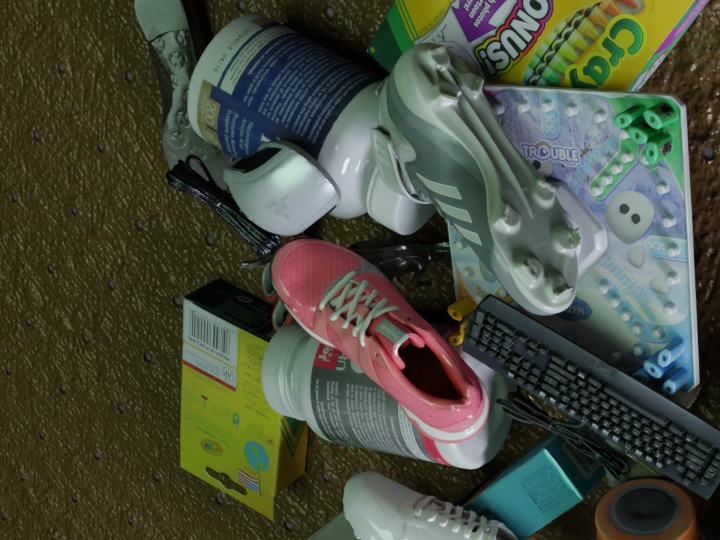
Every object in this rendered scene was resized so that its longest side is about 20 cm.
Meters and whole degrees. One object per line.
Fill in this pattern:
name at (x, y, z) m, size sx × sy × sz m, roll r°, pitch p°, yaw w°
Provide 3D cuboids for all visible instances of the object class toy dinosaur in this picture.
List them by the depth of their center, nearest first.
toy dinosaur at (0.000, 0.000, 1.037) m, size 0.088 × 0.198 × 0.048 m, roll 113°, pitch 152°, yaw -65°

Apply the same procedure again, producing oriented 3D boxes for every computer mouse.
computer mouse at (-0.080, -0.054, 0.985) m, size 0.110 × 0.044 × 0.200 m, roll 45°, pitch 160°, yaw -14°

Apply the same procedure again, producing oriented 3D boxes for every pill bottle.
pill bottle at (0.222, 0.250, 0.961) m, size 0.106 × 0.106 × 0.201 m, roll 8°, pitch 129°, yaw 36°
pill bottle at (-0.027, -0.109, 1.003) m, size 0.199 × 0.111 × 0.112 m, roll 31°, pitch 128°, yaw 23°
pill bottle at (0.019, 0.093, 1.068) m, size 0.199 × 0.111 × 0.112 m, roll 5°, pitch 115°, yaw 36°

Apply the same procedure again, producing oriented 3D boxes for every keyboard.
keyboard at (0.156, 0.098, 0.902) m, size 0.199 × 0.021 × 0.127 m, roll 32°, pitch 151°, yaw 17°

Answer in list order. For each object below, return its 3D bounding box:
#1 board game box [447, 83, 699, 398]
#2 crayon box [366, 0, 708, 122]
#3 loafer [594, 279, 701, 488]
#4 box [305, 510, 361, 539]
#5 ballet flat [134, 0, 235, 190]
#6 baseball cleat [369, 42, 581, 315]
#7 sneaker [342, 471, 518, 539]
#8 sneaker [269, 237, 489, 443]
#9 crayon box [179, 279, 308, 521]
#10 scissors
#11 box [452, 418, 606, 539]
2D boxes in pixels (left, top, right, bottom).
board game box at (0.131, -0.023, 0.883) m, size 0.199 × 0.026 × 0.202 m, roll 11°, pitch 117°, yaw 42°
crayon box at (0.118, -0.173, 0.888) m, size 0.173 × 0.058 × 0.200 m, roll 45°, pitch 133°, yaw 12°
loafer at (0.212, 0.068, 0.936) m, size 0.069 × 0.075 × 0.201 m, roll 3°, pitch 117°, yaw 23°
box at (-0.001, 0.324, 1.134) m, size 0.109 × 0.128 × 0.201 m, roll 38°, pitch 155°, yaw 39°
ballet flat at (-0.150, -0.159, 1.129) m, size 0.067 × 0.046 × 0.201 m, roll -10°, pitch 114°, yaw 9°
baseball cleat at (0.074, -0.051, 0.869) m, size 0.106 × 0.069 × 0.201 m, roll -42°, pitch 69°, yaw 54°
sneaker at (0.075, 0.215, 1.010) m, size 0.200 × 0.076 × 0.081 m, roll 38°, pitch 119°, yaw 13°
sneaker at (0.017, 0.039, 0.936) m, size 0.200 × 0.074 × 0.087 m, roll 40°, pitch 170°, yaw 9°
crayon box at (-0.110, 0.123, 1.229) m, size 0.126 × 0.051 × 0.201 m, roll 25°, pitch 125°, yaw 27°
scissors at (-0.047, -0.033, 1.108) m, size 0.201 × 0.014 × 0.073 m, roll -66°, pitch 35°, yaw 36°
box at (0.123, 0.187, 1.053) m, size 0.049 × 0.082 × 0.200 m, roll 51°, pitch 133°, yaw 7°
